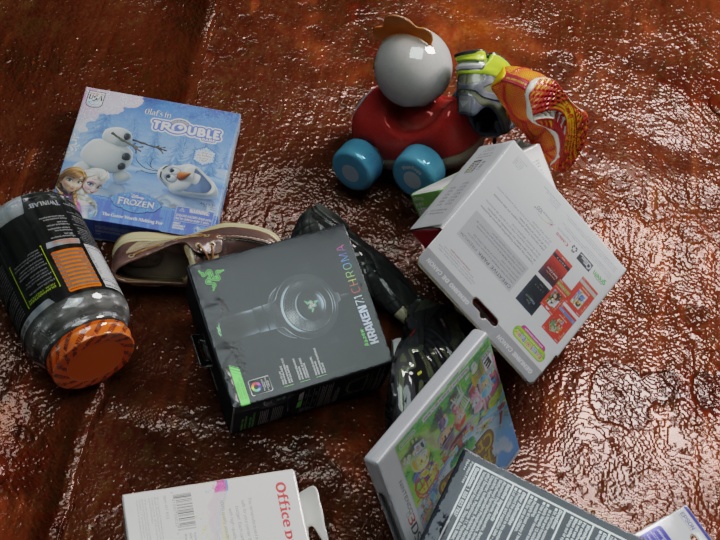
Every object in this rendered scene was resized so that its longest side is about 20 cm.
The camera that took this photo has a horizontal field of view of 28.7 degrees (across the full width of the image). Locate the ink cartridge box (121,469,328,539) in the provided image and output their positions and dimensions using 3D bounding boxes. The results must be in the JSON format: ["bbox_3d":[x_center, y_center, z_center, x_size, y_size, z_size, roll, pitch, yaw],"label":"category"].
[{"bbox_3d":[-0.129,0.291,1.392,0.197,0.126,0.130,-6,57,-12],"label":"ink cartridge box"}]

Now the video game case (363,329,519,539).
[{"bbox_3d":[0.091,0.192,1.467,0.022,0.183,0.200,16,49,37],"label":"video game case"}]

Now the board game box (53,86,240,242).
[{"bbox_3d":[-0.259,-0.122,1.709,0.197,0.044,0.201,9,54,-2],"label":"board game box"}]

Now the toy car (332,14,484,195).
[{"bbox_3d":[0.054,-0.225,1.706,0.175,0.202,0.185,9,42,35],"label":"toy car"}]

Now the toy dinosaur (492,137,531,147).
[{"bbox_3d":[0.178,-0.085,1.725,0.199,0.102,0.137,28,70,-11],"label":"toy dinosaur"}]

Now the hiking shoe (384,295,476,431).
[{"bbox_3d":[0.084,0.108,1.502,0.099,0.076,0.201,11,45,6],"label":"hiking shoe"}]

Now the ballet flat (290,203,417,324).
[{"bbox_3d":[0.000,0.000,1.669,0.200,0.057,0.066,43,18,19],"label":"ballet flat"}]

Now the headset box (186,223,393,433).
[{"bbox_3d":[-0.088,0.065,1.554,0.198,0.093,0.176,-15,70,-14],"label":"headset box"}]

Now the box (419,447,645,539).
[{"bbox_3d":[0.147,0.317,1.383,0.197,0.123,0.201,26,76,13],"label":"box"}]

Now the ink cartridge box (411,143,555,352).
[{"bbox_3d":[0.167,-0.025,1.623,0.144,0.084,0.202,-25,98,-23],"label":"ink cartridge box"}]

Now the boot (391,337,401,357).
[{"bbox_3d":[0.083,0.158,1.547,0.089,0.073,0.202,-1,55,-2],"label":"boot"}]

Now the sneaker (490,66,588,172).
[{"bbox_3d":[0.211,-0.180,1.632,0.077,0.200,0.073,31,80,34],"label":"sneaker"}]

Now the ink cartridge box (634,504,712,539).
[{"bbox_3d":[0.291,0.335,1.478,0.198,0.039,0.100,-23,62,-21],"label":"ink cartridge box"}]

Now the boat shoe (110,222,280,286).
[{"bbox_3d":[-0.188,-0.009,1.610,0.197,0.073,0.072,0,23,-3],"label":"boat shoe"}]

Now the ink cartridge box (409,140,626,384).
[{"bbox_3d":[0.158,-0.006,1.526,0.200,0.084,0.176,47,73,-16],"label":"ink cartridge box"}]

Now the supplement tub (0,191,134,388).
[{"bbox_3d":[-0.332,0.022,1.550,0.121,0.123,0.201,-21,61,-21],"label":"supplement tub"}]

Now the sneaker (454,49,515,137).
[{"bbox_3d":[0.168,-0.193,1.688,0.073,0.199,0.082,5,78,40],"label":"sneaker"}]
